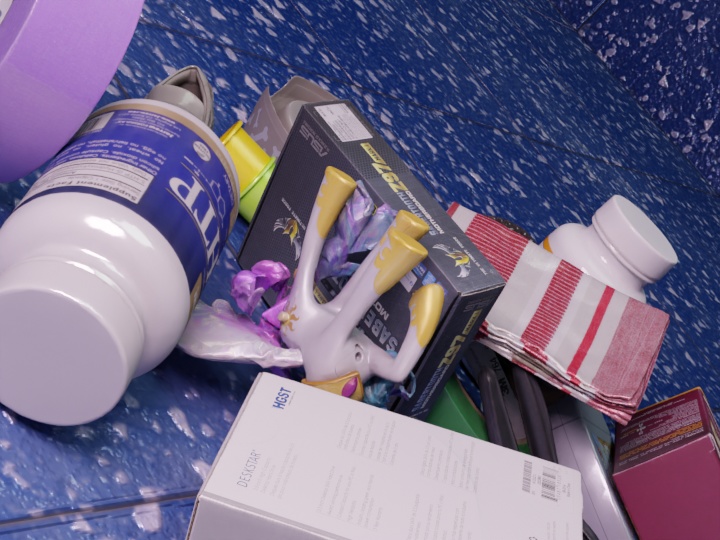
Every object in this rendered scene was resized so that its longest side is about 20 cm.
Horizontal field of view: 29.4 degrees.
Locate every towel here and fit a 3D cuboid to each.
[{"bbox_3d":[0.137,0.025,1.054,0.199,0.023,0.144,29,36,6],"label":"towel"}]

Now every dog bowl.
[{"bbox_3d":[-0.027,-0.091,1.268,0.200,0.059,0.201,37,22,-18],"label":"dog bowl"}]

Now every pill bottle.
[{"bbox_3d":[-0.148,-0.006,0.799,0.119,0.120,0.201,39,31,-14],"label":"pill bottle"},{"bbox_3d":[0.189,0.029,1.251,0.111,0.200,0.111,37,23,-19],"label":"pill bottle"}]

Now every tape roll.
[{"bbox_3d":[-0.215,-0.159,0.852,0.065,0.200,0.201,27,28,-39],"label":"tape roll"},{"bbox_3d":[0.083,0.081,1.114,0.200,0.048,0.202,43,30,-33],"label":"tape roll"}]

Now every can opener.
[{"bbox_3d":[0.130,0.164,1.025,0.079,0.063,0.202,-169,-123,-77],"label":"can opener"}]

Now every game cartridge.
[{"bbox_3d":[0.201,0.188,1.123,0.133,0.041,0.202,42,27,-68],"label":"game cartridge"}]

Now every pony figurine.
[{"bbox_3d":[-0.034,0.041,0.888,0.166,0.201,0.193,20,16,-34],"label":"pony figurine"}]

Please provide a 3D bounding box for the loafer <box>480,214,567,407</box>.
[{"bbox_3d":[0.116,0.033,1.111,0.072,0.071,0.201,5,42,-22],"label":"loafer"}]

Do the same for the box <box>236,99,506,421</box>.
[{"bbox_3d":[0.000,0.000,0.993,0.051,0.158,0.200,-12,53,-39],"label":"box"}]

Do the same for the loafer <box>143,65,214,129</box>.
[{"bbox_3d":[-0.149,-0.104,1.032,0.069,0.070,0.200,9,23,-2],"label":"loafer"}]

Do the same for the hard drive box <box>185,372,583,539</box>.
[{"bbox_3d":[0.015,0.144,0.739,0.198,0.077,0.156,18,21,2],"label":"hard drive box"}]

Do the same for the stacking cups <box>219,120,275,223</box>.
[{"bbox_3d":[-0.048,-0.034,1.130,0.200,0.060,0.061,44,21,-13],"label":"stacking cups"}]

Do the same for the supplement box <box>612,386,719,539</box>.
[{"bbox_3d":[0.269,0.179,1.141,0.111,0.085,0.200,66,13,-1],"label":"supplement box"}]
